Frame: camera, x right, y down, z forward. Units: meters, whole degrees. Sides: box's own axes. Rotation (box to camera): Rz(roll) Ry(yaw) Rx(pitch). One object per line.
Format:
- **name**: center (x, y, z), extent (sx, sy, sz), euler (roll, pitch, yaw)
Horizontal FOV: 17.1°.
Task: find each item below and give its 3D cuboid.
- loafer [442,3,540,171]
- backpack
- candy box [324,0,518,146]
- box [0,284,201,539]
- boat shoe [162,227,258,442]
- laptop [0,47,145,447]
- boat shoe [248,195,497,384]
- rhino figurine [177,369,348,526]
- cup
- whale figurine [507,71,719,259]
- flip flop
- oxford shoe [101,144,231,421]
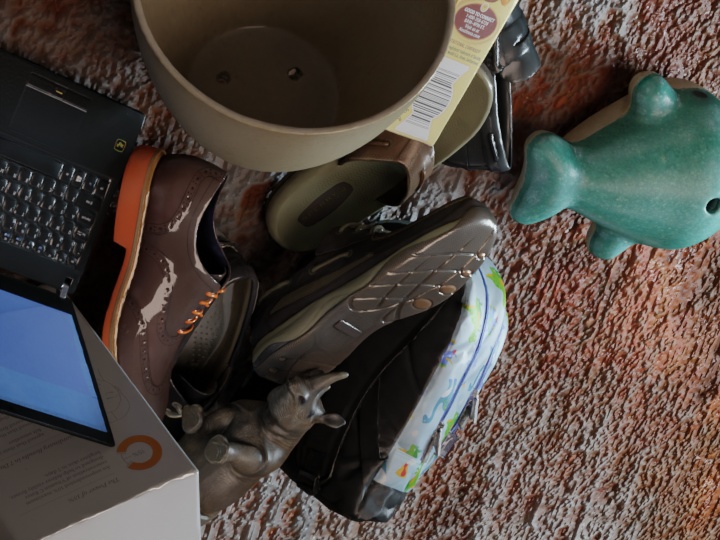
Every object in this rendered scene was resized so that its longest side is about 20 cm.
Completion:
- **loafer**: center (0.093, -0.157, 1.659), extent (0.068, 0.070, 0.202), euler (-63, 165, -53)
- **backpack**: center (0.018, 0.060, 1.728), extent (0.153, 0.163, 0.201), euler (5, 111, -51)
- **candy box**: center (0.050, -0.198, 1.569), extent (0.055, 0.115, 0.201), euler (17, 110, -45)
- **box**: center (-0.203, 0.120, 1.541), extent (0.124, 0.200, 0.098), euler (-23, 138, -22)
- **boat shoe**: center (-0.120, 0.068, 1.675), extent (0.074, 0.060, 0.201), euler (-3, 124, -43)
- **laptop**: center (-0.203, -0.020, 1.454), extent (0.177, 0.103, 0.201), euler (23, 89, -47)
- **boat shoe**: center (0.000, 0.000, 1.646), extent (0.199, 0.074, 0.074), euler (-32, 148, 14)
- **rhino figurine**: center (-0.084, 0.119, 1.653), extent (0.199, 0.060, 0.087), euler (-36, 152, 24)
- **cup**: center (-0.051, -0.141, 1.499), extent (0.199, 0.201, 0.143), euler (-26, 162, -21)
- **whale figurine**: center (0.208, -0.070, 1.805), extent (0.199, 0.104, 0.160), euler (-7, 126, -35)
- **flip flop**: center (0.015, -0.074, 1.643), extent (0.200, 0.058, 0.081), euler (-39, 123, 19)
- **oxford shoe**: center (-0.127, 0.020, 1.589), extent (0.071, 0.072, 0.202), euler (-57, 155, -67)
